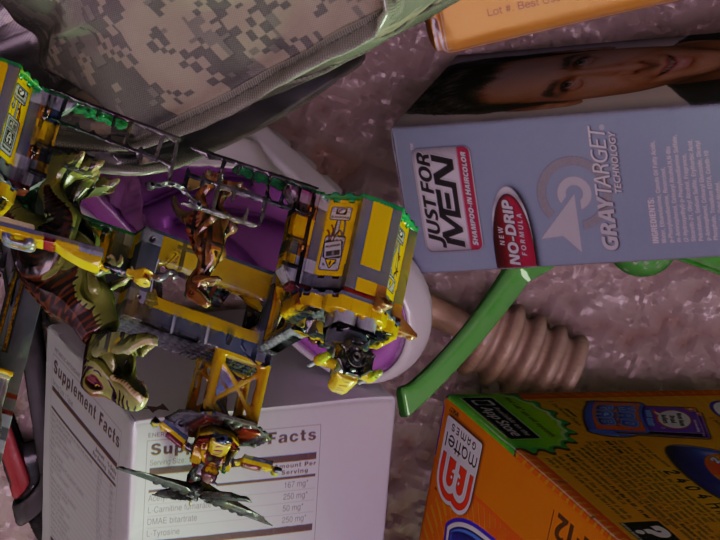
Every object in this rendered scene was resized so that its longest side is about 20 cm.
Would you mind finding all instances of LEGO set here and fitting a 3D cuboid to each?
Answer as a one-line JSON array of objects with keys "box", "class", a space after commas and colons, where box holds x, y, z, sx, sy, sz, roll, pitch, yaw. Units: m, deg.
[{"box": [-0.085, 0.026, 0.721, 0.199, 0.153, 0.117, 23, 67, -27], "class": "LEGO set"}]

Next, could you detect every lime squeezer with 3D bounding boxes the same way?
[{"box": [0.103, 0.004, 0.916, 0.198, 0.038, 0.071, -10, 76, -21], "class": "lime squeezer"}]

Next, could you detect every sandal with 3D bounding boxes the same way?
[{"box": [-0.062, -0.025, 0.858, 0.202, 0.050, 0.083, 30, 122, 17], "class": "sandal"}]

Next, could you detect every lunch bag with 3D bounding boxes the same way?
[{"box": [-0.043, -0.112, 0.781, 0.199, 0.164, 0.118, -24, 97, 38], "class": "lunch bag"}]

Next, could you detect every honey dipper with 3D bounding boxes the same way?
[{"box": [0.000, 0.000, 0.924, 0.199, 0.038, 0.038, 28, 104, -8], "class": "honey dipper"}]

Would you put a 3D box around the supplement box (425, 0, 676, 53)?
[{"box": [0.116, -0.140, 0.870, 0.198, 0.069, 0.067, -13, 106, -1], "class": "supplement box"}]

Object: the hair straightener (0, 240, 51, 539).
[{"box": [-0.124, 0.040, 0.923, 0.076, 0.041, 0.202, -13, 108, 1], "class": "hair straightener"}]

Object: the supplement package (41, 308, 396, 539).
[{"box": [-0.063, 0.129, 0.904, 0.109, 0.114, 0.202, -4, 110, -25], "class": "supplement package"}]

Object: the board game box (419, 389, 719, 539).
[{"box": [0.145, 0.176, 0.872, 0.198, 0.200, 0.202, 0, 109, -26], "class": "board game box"}]

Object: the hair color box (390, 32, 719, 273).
[{"box": [0.121, -0.048, 0.848, 0.198, 0.099, 0.061, -4, 110, 19], "class": "hair color box"}]
